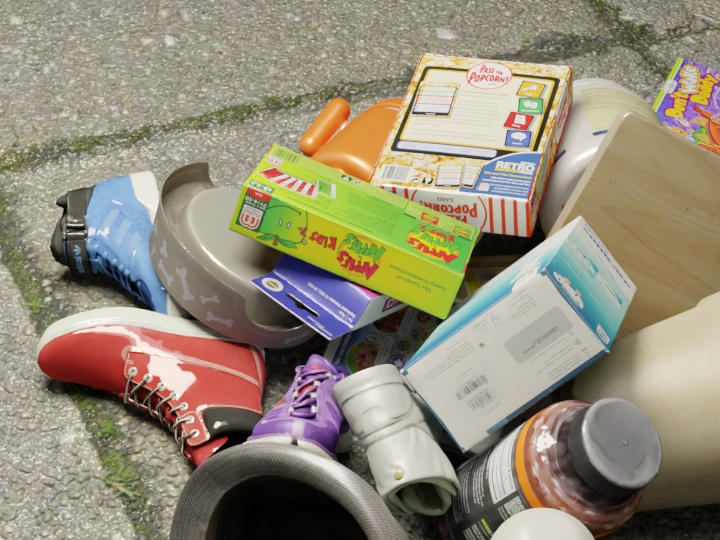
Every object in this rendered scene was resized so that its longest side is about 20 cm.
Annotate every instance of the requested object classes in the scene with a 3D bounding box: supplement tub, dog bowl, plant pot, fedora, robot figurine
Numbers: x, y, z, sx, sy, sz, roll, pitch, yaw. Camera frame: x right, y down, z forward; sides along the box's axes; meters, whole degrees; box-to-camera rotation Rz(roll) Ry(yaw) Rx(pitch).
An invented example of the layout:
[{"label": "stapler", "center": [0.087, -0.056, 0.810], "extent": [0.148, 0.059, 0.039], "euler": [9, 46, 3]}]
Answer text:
[{"label": "supplement tub", "center": [0.239, -0.099, 1.619], "extent": [0.145, 0.145, 0.200], "euler": [6, 27, -3]}, {"label": "supplement tub", "center": [0.148, 0.167, 1.265], "extent": [0.107, 0.200, 0.107], "euler": [13, 59, -24]}, {"label": "dog bowl", "center": [-0.100, -0.011, 1.471], "extent": [0.200, 0.059, 0.200], "euler": [24, 33, -17]}, {"label": "plant pot", "center": [0.259, 0.121, 1.375], "extent": [0.183, 0.201, 0.201], "euler": [-12, 44, -7]}, {"label": "fedora", "center": [-0.039, 0.217, 1.247], "extent": [0.200, 0.177, 0.090], "euler": [11, 7, 27]}, {"label": "robot figurine", "center": [0.018, -0.098, 1.618], "extent": [0.144, 0.117, 0.200], "euler": [15, 39, 30]}]

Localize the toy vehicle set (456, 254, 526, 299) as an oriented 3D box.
[{"label": "toy vehicle set", "center": [0.130, 0.036, 1.553], "extent": [0.199, 0.027, 0.124], "euler": [-2, 42, -12]}]

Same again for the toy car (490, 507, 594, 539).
[{"label": "toy car", "center": [0.102, 0.280, 1.162], "extent": [0.150, 0.175, 0.200], "euler": [-4, 43, -11]}]

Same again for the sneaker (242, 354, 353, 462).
[{"label": "sneaker", "center": [-0.046, 0.113, 1.332], "extent": [0.080, 0.084, 0.200], "euler": [10, 6, 5]}]

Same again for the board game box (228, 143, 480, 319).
[{"label": "board game box", "center": [-0.003, -0.036, 1.415], "extent": [0.200, 0.048, 0.102], "euler": [22, 28, 2]}]

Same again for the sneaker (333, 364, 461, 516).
[{"label": "sneaker", "center": [0.040, 0.147, 1.317], "extent": [0.074, 0.200, 0.116], "euler": [-26, 74, 12]}]

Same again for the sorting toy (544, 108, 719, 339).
[{"label": "sorting toy", "center": [0.269, -0.025, 1.497], "extent": [0.200, 0.199, 0.070], "euler": [25, 15, -14]}]

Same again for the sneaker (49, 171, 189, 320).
[{"label": "sneaker", "center": [-0.225, -0.005, 1.506], "extent": [0.111, 0.077, 0.200], "euler": [-12, 53, -12]}]

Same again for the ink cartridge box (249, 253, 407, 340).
[{"label": "ink cartridge box", "center": [0.000, 0.000, 1.443], "extent": [0.095, 0.037, 0.200], "euler": [35, 33, 22]}]

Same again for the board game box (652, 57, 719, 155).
[{"label": "board game box", "center": [0.381, -0.147, 1.791], "extent": [0.134, 0.045, 0.200], "euler": [20, 42, 13]}]

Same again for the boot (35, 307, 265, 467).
[{"label": "boot", "center": [-0.177, 0.107, 1.390], "extent": [0.199, 0.073, 0.144], "euler": [5, 42, -10]}]

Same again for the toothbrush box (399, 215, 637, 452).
[{"label": "toothbrush box", "center": [0.133, 0.047, 1.330], "extent": [0.085, 0.146, 0.200], "euler": [52, 20, -2]}]

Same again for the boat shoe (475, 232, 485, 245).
[{"label": "boat shoe", "center": [0.102, -0.058, 1.581], "extent": [0.070, 0.066, 0.200], "euler": [28, 68, 19]}]

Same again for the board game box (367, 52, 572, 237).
[{"label": "board game box", "center": [0.106, -0.122, 1.528], "extent": [0.151, 0.046, 0.200], "euler": [8, 46, 16]}]

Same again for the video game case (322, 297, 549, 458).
[{"label": "video game case", "center": [0.071, 0.087, 1.460], "extent": [0.200, 0.018, 0.143], "euler": [19, 60, 9]}]
